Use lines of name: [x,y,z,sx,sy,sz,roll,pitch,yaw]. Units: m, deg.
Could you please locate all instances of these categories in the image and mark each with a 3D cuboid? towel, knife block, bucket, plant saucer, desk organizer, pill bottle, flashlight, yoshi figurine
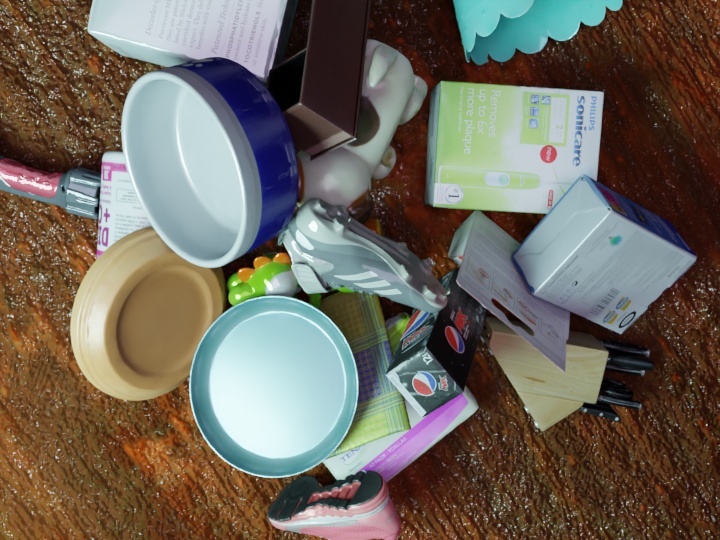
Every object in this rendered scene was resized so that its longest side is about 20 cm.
towel: [-0.025,0.117,1.066,0.141,0.023,0.203,-22,60,10]
knife block: [0.265,0.105,1.111,0.174,0.064,0.202,-34,105,3]
bucket: [0.189,-0.336,1.014,0.203,0.207,0.137,-18,86,-1]
plant saucer: [-0.225,0.052,1.000,0.198,0.037,0.204,-23,122,-41]
desk organizer: [-0.044,-0.230,0.945,0.076,0.071,0.204,25,60,-39]
pill bottle: [-0.253,-0.034,1.057,0.111,0.113,0.204,4,95,-3]
flashlight: [-0.401,-0.117,1.065,0.196,0.068,0.069,14,99,-3]
yoshi figurine: [-0.059,0.014,1.076,0.196,0.112,0.114,-15,102,-1]
plant saucer: [-0.097,0.131,1.023,0.196,0.027,0.205,0,87,9]

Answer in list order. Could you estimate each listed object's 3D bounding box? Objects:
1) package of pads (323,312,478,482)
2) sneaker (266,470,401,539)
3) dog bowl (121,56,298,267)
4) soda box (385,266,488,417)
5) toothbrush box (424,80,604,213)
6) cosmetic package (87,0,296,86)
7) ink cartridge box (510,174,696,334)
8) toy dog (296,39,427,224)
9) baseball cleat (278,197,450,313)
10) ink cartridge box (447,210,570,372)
package of pads: [0.023,0.166,1.113,0.199,0.068,0.155,-39,96,0]
sneaker: [-0.034,0.302,1.080,0.198,0.074,0.088,-16,114,41]
dog bowl: [-0.156,-0.111,0.921,0.078,0.198,0.203,-29,98,-41]
soda box: [0.093,0.078,1.040,0.063,0.200,0.071,-36,101,28]
toothbrush box: [0.182,-0.145,1.085,0.196,0.086,0.149,4,95,-5]
cosmetic package: [-0.174,-0.309,1.009,0.196,0.167,0.170,14,95,-4]
ink cartridge box: [0.297,-0.010,1.061,0.198,0.077,0.137,22,121,-31]
toy dog: [-0.007,-0.148,1.027,0.138,0.194,0.203,25,87,-17]
baseball cleat: [0.000,0.000,0.998,0.199,0.070,0.107,36,120,-14]
ink cartridge box: [0.171,0.029,1.046,0.160,0.201,0.050,38,122,-6]
